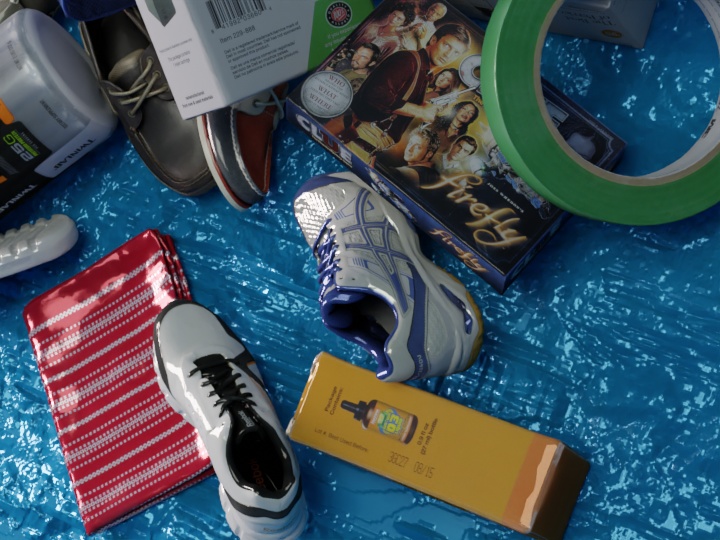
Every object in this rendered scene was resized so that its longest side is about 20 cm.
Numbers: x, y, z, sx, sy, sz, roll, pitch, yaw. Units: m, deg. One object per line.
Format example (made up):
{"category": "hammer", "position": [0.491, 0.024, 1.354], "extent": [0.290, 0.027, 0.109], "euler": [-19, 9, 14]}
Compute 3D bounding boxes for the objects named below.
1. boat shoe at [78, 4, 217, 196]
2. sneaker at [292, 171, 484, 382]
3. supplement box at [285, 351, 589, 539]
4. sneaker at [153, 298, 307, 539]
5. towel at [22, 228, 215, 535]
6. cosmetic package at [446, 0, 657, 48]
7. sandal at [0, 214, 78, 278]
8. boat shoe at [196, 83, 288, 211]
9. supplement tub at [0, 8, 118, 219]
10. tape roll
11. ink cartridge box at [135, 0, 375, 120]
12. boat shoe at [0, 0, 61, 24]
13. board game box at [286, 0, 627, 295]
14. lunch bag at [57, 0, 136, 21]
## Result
{"category": "boat shoe", "position": [-0.172, -0.141, 1.449], "extent": [0.074, 0.073, 0.201], "euler": [-40, 62, 11]}
{"category": "sneaker", "position": [0.000, 0.000, 1.301], "extent": [0.200, 0.088, 0.076], "euler": [46, 135, 36]}
{"category": "supplement box", "position": [0.051, 0.121, 1.270], "extent": [0.199, 0.069, 0.067], "euler": [20, 83, 27]}
{"category": "sneaker", "position": [-0.090, 0.098, 1.327], "extent": [0.073, 0.080, 0.201], "euler": [-23, 66, -17]}
{"category": "towel", "position": [-0.180, 0.083, 1.418], "extent": [0.144, 0.022, 0.201], "euler": [-29, 65, 17]}
{"category": "cosmetic package", "position": [0.106, -0.209, 1.330], "extent": [0.199, 0.082, 0.051], "euler": [15, 84, 29]}
{"category": "sandal", "position": [-0.313, 0.013, 1.484], "extent": [0.201, 0.083, 0.050], "euler": [-18, 111, 19]}
{"category": "boat shoe", "position": [-0.085, -0.144, 1.414], "extent": [0.062, 0.071, 0.202], "euler": [-14, 66, 19]}
{"category": "supplement tub", "position": [-0.302, -0.104, 1.474], "extent": [0.199, 0.122, 0.123], "euler": [-36, 63, 13]}
{"category": "tape roll", "position": [0.180, -0.131, 1.227], "extent": [0.199, 0.048, 0.202], "euler": [-1, 94, -8]}
{"category": "ink cartridge box", "position": [-0.090, -0.230, 1.333], "extent": [0.084, 0.145, 0.201], "euler": [-7, 106, 61]}
{"category": "boat shoe", "position": [-0.292, -0.196, 1.527], "extent": [0.201, 0.072, 0.060], "euler": [-41, 64, 17]}
{"category": "board game box", "position": [0.065, -0.097, 1.288], "extent": [0.200, 0.035, 0.136], "euler": [39, 71, 13]}
{"category": "lunch bag", "position": [-0.180, -0.301, 1.438], "extent": [0.199, 0.136, 0.133], "euler": [-23, 59, -29]}
